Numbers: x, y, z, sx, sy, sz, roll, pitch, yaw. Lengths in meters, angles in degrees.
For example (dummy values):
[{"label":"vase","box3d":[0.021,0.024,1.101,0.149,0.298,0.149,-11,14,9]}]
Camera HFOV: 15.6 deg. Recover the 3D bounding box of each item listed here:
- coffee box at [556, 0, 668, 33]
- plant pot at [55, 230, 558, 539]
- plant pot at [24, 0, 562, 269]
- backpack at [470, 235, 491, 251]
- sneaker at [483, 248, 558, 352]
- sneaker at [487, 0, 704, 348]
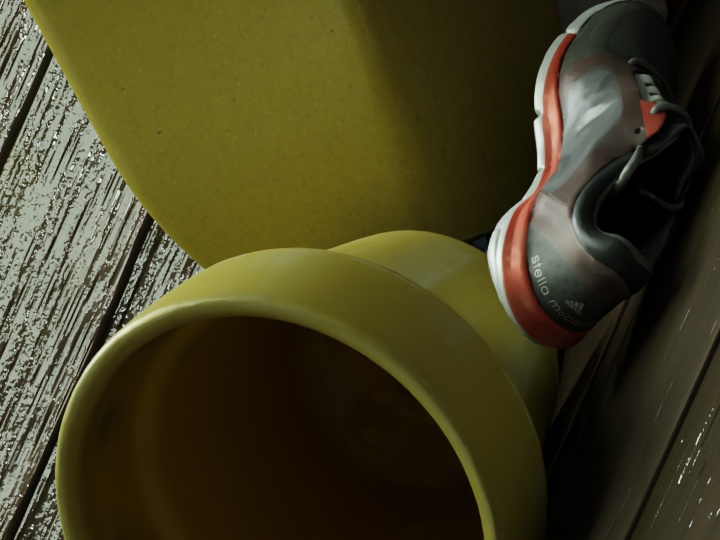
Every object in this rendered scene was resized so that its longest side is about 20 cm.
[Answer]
[{"label":"coffee box","box3d":[0.111,-0.137,1.464,0.200,0.080,0.113,-79,13,-70]},{"label":"plant pot","box3d":[-0.001,0.072,1.134,0.201,0.201,0.189,-64,-11,29]},{"label":"plant pot","box3d":[-0.009,-0.092,1.320,0.194,0.200,0.195,-22,-1,35]},{"label":"backpack","box3d":[0.000,0.000,1.498,0.135,0.183,0.200,-45,28,25]},{"label":"sneaker","box3d":[0.052,0.021,1.314,0.200,0.088,0.075,-76,9,-72]},{"label":"sneaker","box3d":[0.121,-0.049,1.130,0.082,0.077,0.200,-26,33,39]}]
